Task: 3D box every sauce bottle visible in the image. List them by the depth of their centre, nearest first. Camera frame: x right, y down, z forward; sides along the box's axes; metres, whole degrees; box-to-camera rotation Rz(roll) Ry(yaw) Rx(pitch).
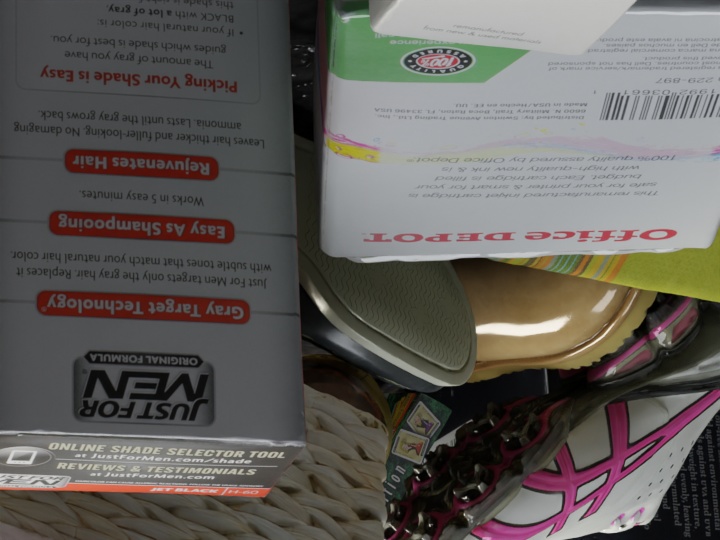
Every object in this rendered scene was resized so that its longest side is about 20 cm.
[{"bbox_3d":[-0.019,0.067,1.187,0.066,0.066,0.200,-2,179,0],"label":"sauce bottle"}]

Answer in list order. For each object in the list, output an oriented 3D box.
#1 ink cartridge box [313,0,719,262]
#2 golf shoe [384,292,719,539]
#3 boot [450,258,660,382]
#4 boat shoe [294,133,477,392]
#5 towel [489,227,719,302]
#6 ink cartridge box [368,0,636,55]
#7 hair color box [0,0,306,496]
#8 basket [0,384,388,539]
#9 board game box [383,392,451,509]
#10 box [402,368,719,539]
[{"bbox_3d":[0.058,-0.077,0.953,0.145,0.088,0.200,-1,157,-2],"label":"ink cartridge box"},{"bbox_3d":[0.093,0.088,1.240,0.092,0.200,0.073,54,166,-19],"label":"golf shoe"},{"bbox_3d":[0.000,0.000,1.179,0.200,0.066,0.175,12,154,-31],"label":"boot"},{"bbox_3d":[-0.038,-0.012,1.100,0.200,0.072,0.068,32,140,-27],"label":"boat shoe"},{"bbox_3d":[0.135,-0.027,1.134,0.200,0.018,0.086,10,123,-31],"label":"towel"},{"bbox_3d":[0.064,-0.149,0.724,0.067,0.116,0.200,6,157,-19],"label":"ink cartridge box"},{"bbox_3d":[-0.074,-0.034,0.889,0.101,0.200,0.061,4,158,-14],"label":"hair color box"},{"bbox_3d":[-0.111,0.123,1.020,0.200,0.161,0.198,26,130,-13],"label":"basket"},{"bbox_3d":[-0.032,0.146,1.360,0.023,0.200,0.105,36,163,-19],"label":"board game box"},{"bbox_3d":[0.123,0.116,1.412,0.198,0.123,0.200,10,155,-28],"label":"box"}]
